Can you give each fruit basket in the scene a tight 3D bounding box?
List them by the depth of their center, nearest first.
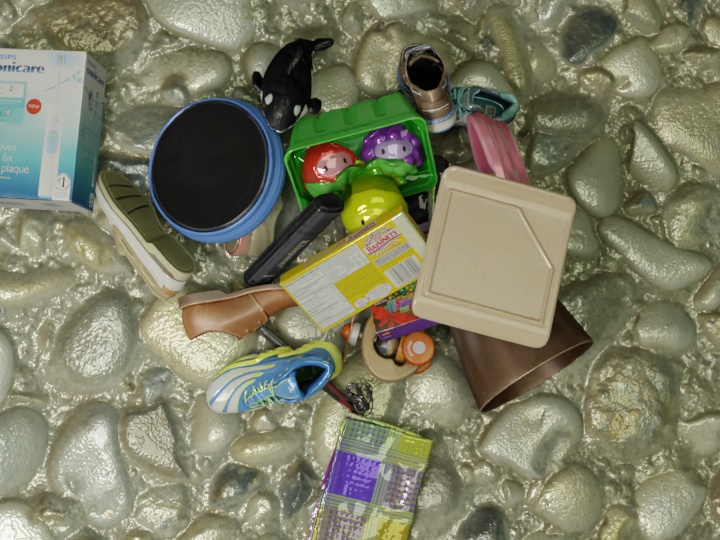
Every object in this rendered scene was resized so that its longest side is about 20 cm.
[{"bbox_3d":[0.007,-0.121,1.545,0.212,0.157,0.218,-8,47,9],"label":"fruit basket"}]

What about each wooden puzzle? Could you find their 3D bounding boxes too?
[{"bbox_3d":[0.174,-0.017,1.474,0.182,0.037,0.203,14,83,-2],"label":"wooden puzzle"}]

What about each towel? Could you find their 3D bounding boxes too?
[{"bbox_3d":[0.015,0.315,1.591,0.142,0.023,0.203,18,86,-8],"label":"towel"}]

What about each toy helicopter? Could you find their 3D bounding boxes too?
[{"bbox_3d":[0.026,0.061,1.613,0.130,0.079,0.203,-11,76,-3],"label":"toy helicopter"}]

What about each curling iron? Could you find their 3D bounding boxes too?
[{"bbox_3d":[-0.062,0.138,1.597,0.199,0.026,0.050,35,100,-5],"label":"curling iron"}]

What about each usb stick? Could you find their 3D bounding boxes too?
[{"bbox_3d":[-0.093,-0.039,1.532,0.055,0.200,0.033,-16,70,-47],"label":"usb stick"}]

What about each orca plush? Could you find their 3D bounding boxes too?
[{"bbox_3d":[-0.081,-0.279,1.567,0.105,0.071,0.201,36,46,-1],"label":"orca plush"}]

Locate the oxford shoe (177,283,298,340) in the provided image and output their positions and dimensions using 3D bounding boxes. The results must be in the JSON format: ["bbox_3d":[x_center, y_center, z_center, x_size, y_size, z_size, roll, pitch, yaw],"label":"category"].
[{"bbox_3d":[-0.150,0.058,1.568,0.197,0.071,0.072,-10,81,-2],"label":"oxford shoe"}]

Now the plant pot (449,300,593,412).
[{"bbox_3d":[0.197,0.064,1.594,0.185,0.187,0.202,-27,75,-13],"label":"plant pot"}]

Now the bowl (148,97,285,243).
[{"bbox_3d":[-0.200,-0.140,1.547,0.197,0.039,0.204,-3,82,17],"label":"bowl"}]

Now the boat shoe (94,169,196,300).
[{"bbox_3d":[-0.307,-0.047,1.543,0.201,0.074,0.069,51,121,17],"label":"boat shoe"}]

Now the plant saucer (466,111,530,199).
[{"bbox_3d":[0.202,-0.128,1.588,0.050,0.201,0.203,-18,88,2],"label":"plant saucer"}]

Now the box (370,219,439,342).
[{"bbox_3d":[0.103,0.001,1.549,0.197,0.039,0.139,-19,62,12],"label":"box"}]

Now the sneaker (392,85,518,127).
[{"bbox_3d":[0.137,-0.245,1.647,0.197,0.086,0.079,-1,85,-11],"label":"sneaker"}]

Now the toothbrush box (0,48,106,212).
[{"bbox_3d":[-0.429,-0.187,1.512,0.144,0.085,0.204,4,82,7],"label":"toothbrush box"}]

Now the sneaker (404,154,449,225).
[{"bbox_3d":[0.081,-0.074,1.641,0.081,0.072,0.204,5,82,13],"label":"sneaker"}]

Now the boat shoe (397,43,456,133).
[{"bbox_3d":[0.094,-0.277,1.595,0.071,0.201,0.073,-16,130,-2],"label":"boat shoe"}]

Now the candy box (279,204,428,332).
[{"bbox_3d":[0.000,0.000,1.507,0.198,0.027,0.103,-29,119,19],"label":"candy box"}]

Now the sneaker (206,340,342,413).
[{"bbox_3d":[-0.121,0.148,1.531,0.197,0.105,0.077,-22,95,2],"label":"sneaker"}]

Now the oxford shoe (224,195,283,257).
[{"bbox_3d":[-0.146,-0.116,1.598,0.073,0.070,0.204,10,84,-32],"label":"oxford shoe"}]
